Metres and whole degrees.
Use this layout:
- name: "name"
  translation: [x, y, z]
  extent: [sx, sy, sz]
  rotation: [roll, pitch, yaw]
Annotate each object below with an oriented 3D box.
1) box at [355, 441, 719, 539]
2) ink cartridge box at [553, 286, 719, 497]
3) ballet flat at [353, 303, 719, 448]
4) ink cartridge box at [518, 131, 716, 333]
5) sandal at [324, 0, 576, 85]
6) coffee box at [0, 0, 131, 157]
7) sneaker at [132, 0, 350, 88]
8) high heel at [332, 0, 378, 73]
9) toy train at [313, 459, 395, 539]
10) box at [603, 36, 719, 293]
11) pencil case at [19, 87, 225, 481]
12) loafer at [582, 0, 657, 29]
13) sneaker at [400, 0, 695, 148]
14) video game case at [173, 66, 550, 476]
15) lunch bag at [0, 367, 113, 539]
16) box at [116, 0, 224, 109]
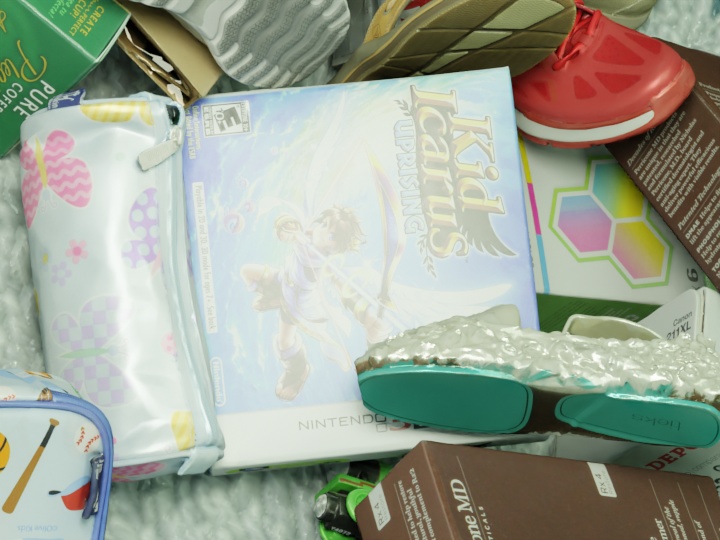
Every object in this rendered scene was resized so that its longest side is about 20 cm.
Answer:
- name: "box"
  translation: [0.105, 0.155, 1.499]
  extent: [0.200, 0.075, 0.100]
  rotation: [7, 49, -34]
- name: "ink cartridge box"
  translation: [0.228, 0.103, 1.630]
  extent: [0.200, 0.146, 0.083]
  rotation: [22, 57, -22]
- name: "ballet flat"
  translation: [0.095, 0.051, 1.477]
  extent: [0.200, 0.072, 0.072]
  rotation: [8, 63, -5]
- name: "ink cartridge box"
  translation: [0.143, -0.018, 1.686]
  extent: [0.200, 0.059, 0.104]
  rotation: [6, 64, -30]
- name: "sandal"
  translation: [0.039, -0.128, 1.581]
  extent: [0.080, 0.200, 0.054]
  rotation: [11, 68, -30]
- name: "coffee box"
  translation: [-0.228, -0.155, 1.479]
  extent: [0.200, 0.123, 0.044]
  rotation: [38, 51, -10]
- name: "sneaker"
  translation: [-0.079, -0.163, 1.494]
  extent: [0.200, 0.075, 0.082]
  rotation: [32, 18, -48]
- name: "high heel"
  translation: [-0.030, -0.209, 1.602]
  extent: [0.071, 0.200, 0.143]
  rotation: [-11, 65, 11]
- name: "toy train"
  translation: [0.063, 0.145, 1.577]
  extent: [0.200, 0.042, 0.056]
  rotation: [21, 49, -23]
- name: "box"
  translation: [0.223, -0.039, 1.607]
  extent: [0.100, 0.075, 0.200]
  rotation: [13, 33, -37]
- name: "pencil case"
  translation: [-0.120, 0.010, 1.476]
  extent: [0.083, 0.091, 0.200]
  rotation: [20, 62, -71]
- name: "loafer"
  translation: [0.105, -0.197, 1.730]
  extent: [0.200, 0.068, 0.076]
  rotation: [5, 49, -35]
- name: "sneaker"
  translation: [0.087, -0.139, 1.607]
  extent: [0.078, 0.200, 0.116]
  rotation: [-52, 131, -27]
- name: "video game case"
  translation: [0.000, 0.000, 1.525]
  extent: [0.181, 0.045, 0.200]
  rotation: [-6, 83, -4]
- name: "lunch bag"
  translation: [-0.211, 0.124, 1.354]
  extent: [0.200, 0.076, 0.160]
  rotation: [5, 101, -24]
- name: "box"
  translation: [-0.117, -0.183, 1.569]
  extent: [0.163, 0.021, 0.200]
  rotation: [46, 26, -7]
